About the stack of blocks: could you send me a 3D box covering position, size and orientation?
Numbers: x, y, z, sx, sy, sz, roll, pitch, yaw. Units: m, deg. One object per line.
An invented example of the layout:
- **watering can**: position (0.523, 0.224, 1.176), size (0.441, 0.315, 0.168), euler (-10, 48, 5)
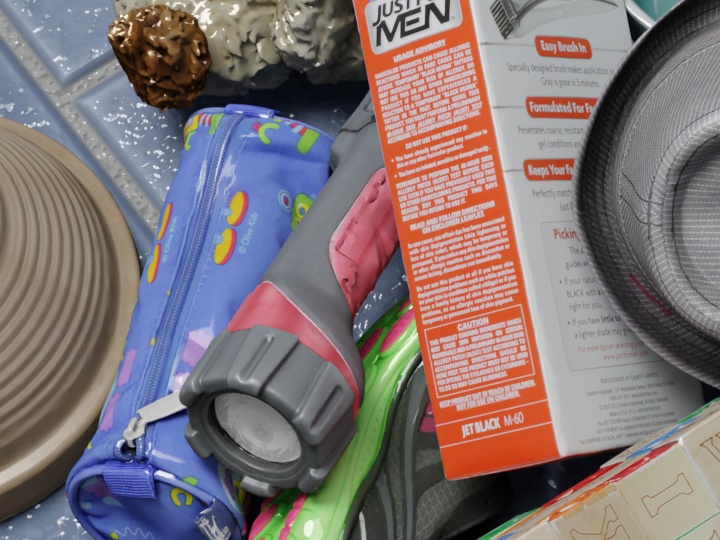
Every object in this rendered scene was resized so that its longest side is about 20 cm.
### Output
- **stack of blocks**: position (0.076, 0.114, 0.951), size (0.199, 0.115, 0.059), euler (-30, 88, -18)

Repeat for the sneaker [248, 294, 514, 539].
- **sneaker**: position (0.025, 0.073, 1.074), size (0.084, 0.077, 0.200), euler (41, 58, -14)

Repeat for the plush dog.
- **plush dog**: position (-0.027, -0.131, 1.164), size (0.171, 0.161, 0.200), euler (-9, 30, 15)

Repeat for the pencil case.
- **pencil case**: position (-0.061, 0.024, 1.089), size (0.078, 0.087, 0.201), euler (7, 60, 17)

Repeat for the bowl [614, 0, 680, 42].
- **bowl**: position (0.190, -0.139, 1.152), size (0.199, 0.105, 0.202), euler (-2, 61, 3)

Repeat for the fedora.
- **fedora**: position (0.178, -0.024, 0.960), size (0.199, 0.090, 0.178), euler (9, 105, 1)

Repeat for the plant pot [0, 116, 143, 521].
- **plant pot**: position (-0.192, 0.005, 1.105), size (0.199, 0.093, 0.202), euler (-1, 61, 2)

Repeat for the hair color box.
- **hair color box**: position (0.068, -0.024, 1.048), size (0.064, 0.111, 0.201), euler (-14, 83, 38)

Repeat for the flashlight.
- **flashlight**: position (0.000, 0.000, 1.052), size (0.068, 0.068, 0.200), euler (-14, 31, 43)
